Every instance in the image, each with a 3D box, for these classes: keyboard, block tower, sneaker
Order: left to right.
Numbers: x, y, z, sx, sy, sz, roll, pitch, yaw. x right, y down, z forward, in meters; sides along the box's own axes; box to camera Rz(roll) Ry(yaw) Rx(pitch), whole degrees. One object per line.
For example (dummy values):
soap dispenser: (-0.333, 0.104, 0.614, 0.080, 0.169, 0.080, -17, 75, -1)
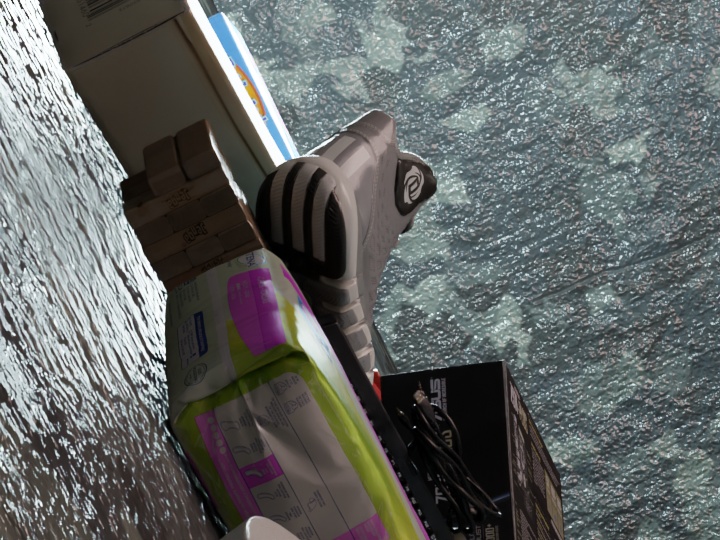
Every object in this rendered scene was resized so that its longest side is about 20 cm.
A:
block tower: (-0.054, 0.028, 1.194, 0.058, 0.054, 0.200, -109, 173, -69)
sneaker: (0.000, 0.000, 1.274, 0.075, 0.115, 0.200, 27, -41, 20)
keyboard: (0.013, 0.108, 1.182, 0.040, 0.104, 0.200, 24, -32, 52)

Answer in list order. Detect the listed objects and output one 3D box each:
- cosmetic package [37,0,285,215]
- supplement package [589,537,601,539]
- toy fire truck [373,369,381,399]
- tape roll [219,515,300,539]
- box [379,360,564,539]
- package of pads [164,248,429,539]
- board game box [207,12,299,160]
cosmetic package: (-0.094, -0.080, 1.274, 0.200, 0.073, 0.104, 61, 4, -45)
supplement package: (0.132, 0.261, 1.113, 0.152, 0.151, 0.200, 29, 27, -43)
toy fire truck: (-0.013, 0.081, 1.666, 0.200, 0.049, 0.141, 61, 3, -38)
tape roll: (0.010, 0.171, 0.795, 0.203, 0.037, 0.203, 53, 3, -4)
box: (0.078, 0.175, 1.591, 0.200, 0.086, 0.164, 60, 25, -60)
package of pads: (-0.015, 0.104, 1.044, 0.200, 0.068, 0.155, 63, 2, -18)
board game box: (-0.106, -0.155, 2.263, 0.152, 0.045, 0.200, 64, 1, 0)
